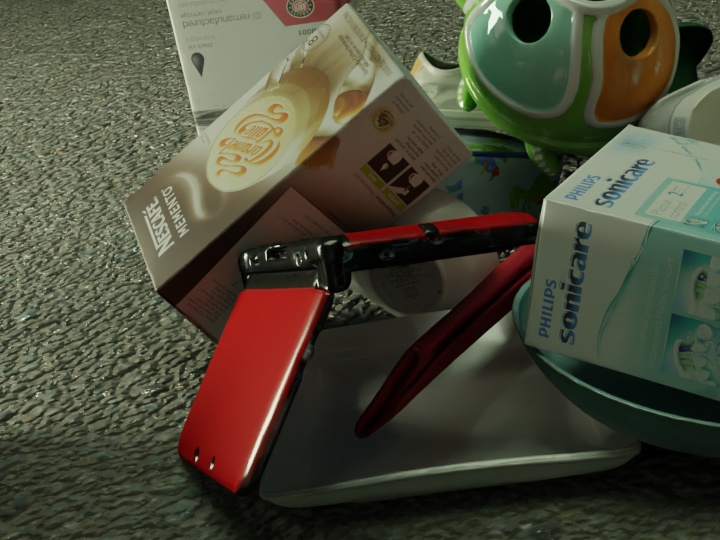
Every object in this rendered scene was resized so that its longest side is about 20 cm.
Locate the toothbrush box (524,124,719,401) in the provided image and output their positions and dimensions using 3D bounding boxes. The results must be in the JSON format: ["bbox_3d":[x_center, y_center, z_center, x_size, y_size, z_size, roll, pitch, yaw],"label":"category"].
[{"bbox_3d":[0.202,0.002,0.737,0.199,0.086,0.146,15,26,24],"label":"toothbrush box"}]

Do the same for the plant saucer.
[{"bbox_3d":[0.178,0.048,0.777,0.199,0.036,0.200,4,25,-2],"label":"plant saucer"}]

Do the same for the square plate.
[{"bbox_3d":[0.050,0.074,0.828,0.197,0.029,0.200,-9,22,6],"label":"square plate"}]

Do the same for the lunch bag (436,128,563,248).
[{"bbox_3d":[0.033,-0.067,1.060,0.160,0.083,0.200,0,13,-36],"label":"lunch bag"}]

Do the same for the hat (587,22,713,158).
[{"bbox_3d":[0.238,-0.080,1.137,0.165,0.177,0.200,-19,-14,-16],"label":"hat"}]

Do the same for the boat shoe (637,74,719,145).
[{"bbox_3d":[0.268,-0.109,0.945,0.199,0.072,0.068,-25,19,-23],"label":"boat shoe"}]

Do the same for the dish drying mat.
[{"bbox_3d":[0.068,0.025,0.820,0.018,0.077,0.200,41,40,10],"label":"dish drying mat"}]

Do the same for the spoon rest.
[{"bbox_3d":[0.000,0.000,0.960,0.199,0.100,0.061,-11,21,29],"label":"spoon rest"}]

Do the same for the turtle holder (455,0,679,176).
[{"bbox_3d":[0.132,-0.172,0.962,0.140,0.132,0.186,-11,59,-8],"label":"turtle holder"}]

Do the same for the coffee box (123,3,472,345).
[{"bbox_3d":[-0.044,-0.057,0.921,0.200,0.080,0.114,-41,37,7],"label":"coffee box"}]

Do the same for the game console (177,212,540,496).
[{"bbox_3d":[-0.008,0.039,0.787,0.171,0.119,0.200,-8,2,-17],"label":"game console"}]

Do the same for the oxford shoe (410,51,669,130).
[{"bbox_3d":[0.125,-0.130,1.043,0.199,0.058,0.075,4,10,10],"label":"oxford shoe"}]

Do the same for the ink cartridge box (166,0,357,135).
[{"bbox_3d":[-0.069,-0.161,1.228,0.145,0.201,0.085,-6,27,11],"label":"ink cartridge box"}]
